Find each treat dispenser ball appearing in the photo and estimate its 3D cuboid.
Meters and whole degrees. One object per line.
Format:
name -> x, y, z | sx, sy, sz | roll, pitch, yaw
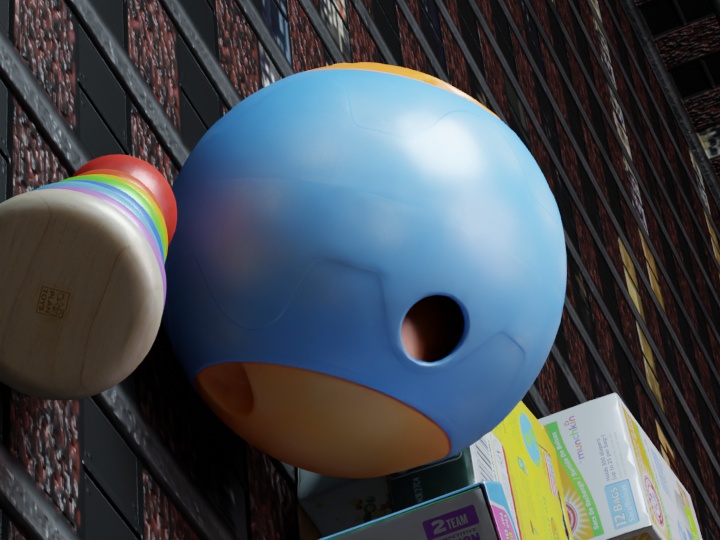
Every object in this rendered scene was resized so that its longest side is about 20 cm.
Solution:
treat dispenser ball -> 0.000, 0.000, 1.360 | 0.201, 0.200, 0.202 | -20, 90, -77

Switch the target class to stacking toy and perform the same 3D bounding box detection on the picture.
stacking toy -> -0.115, -0.007, 1.199 | 0.200, 0.085, 0.086 | -73, 141, -79

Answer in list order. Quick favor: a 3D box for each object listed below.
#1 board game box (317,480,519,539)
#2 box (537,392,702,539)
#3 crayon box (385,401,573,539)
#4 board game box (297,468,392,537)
board game box -> 0.021, 0.212, 1.241 | 0.040, 0.152, 0.201 | 18, 54, -75
box -> 0.179, 0.188, 2.022 | 0.200, 0.101, 0.113 | 51, 23, -55
crayon box -> 0.066, 0.120, 1.512 | 0.200, 0.051, 0.128 | 49, 26, -55
board game box -> 0.028, 0.126, 1.592 | 0.148, 0.064, 0.200 | -96, 160, -45
